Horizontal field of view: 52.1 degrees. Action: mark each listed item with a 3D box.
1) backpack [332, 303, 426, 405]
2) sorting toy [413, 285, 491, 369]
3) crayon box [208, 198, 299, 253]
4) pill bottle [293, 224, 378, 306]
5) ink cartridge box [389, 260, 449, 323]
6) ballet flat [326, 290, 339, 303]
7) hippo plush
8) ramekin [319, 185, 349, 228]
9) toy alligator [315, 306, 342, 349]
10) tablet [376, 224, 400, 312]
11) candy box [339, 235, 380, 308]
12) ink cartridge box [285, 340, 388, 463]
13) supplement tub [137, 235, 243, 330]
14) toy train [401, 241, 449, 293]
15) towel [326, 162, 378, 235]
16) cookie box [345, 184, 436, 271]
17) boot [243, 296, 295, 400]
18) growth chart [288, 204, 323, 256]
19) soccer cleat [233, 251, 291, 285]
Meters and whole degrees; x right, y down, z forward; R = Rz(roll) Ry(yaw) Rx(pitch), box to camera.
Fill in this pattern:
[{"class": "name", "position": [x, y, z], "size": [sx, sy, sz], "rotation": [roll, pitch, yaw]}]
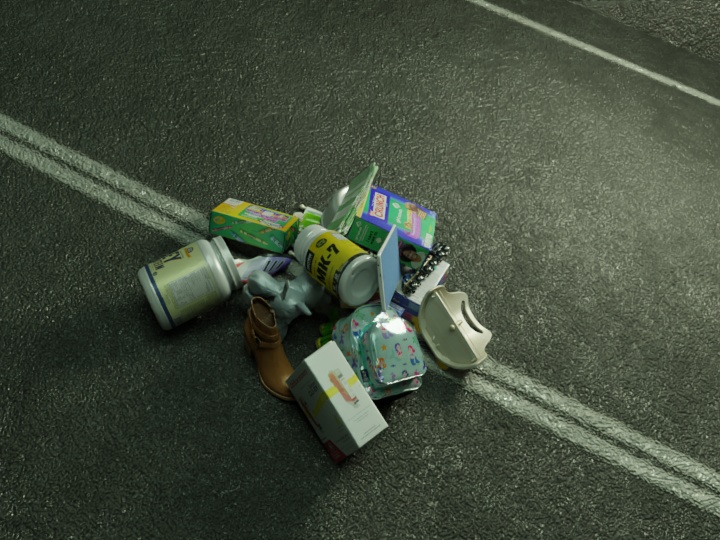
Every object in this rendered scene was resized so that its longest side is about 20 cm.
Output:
[{"class": "backpack", "position": [0.035, 0.172, 1.567], "size": [0.174, 0.150, 0.205], "rotation": [-5, 67, -40]}, {"class": "sorting toy", "position": [0.235, 0.130, 1.746], "size": [0.178, 0.107, 0.203], "rotation": [-21, 75, -47]}, {"class": "crayon box", "position": [-0.259, -0.112, 1.809], "size": [0.195, 0.060, 0.119], "rotation": [16, 23, 8]}, {"class": "pill bottle", "position": [-0.054, -0.017, 1.608], "size": [0.113, 0.117, 0.199], "rotation": [-23, 39, -31]}, {"class": "ink cartridge box", "position": [0.115, 0.038, 1.805], "size": [0.134, 0.077, 0.201], "rotation": [28, 47, 13]}, {"class": "ballet flat", "position": [-0.088, -0.004, 1.788], "size": [0.070, 0.071, 0.202], "rotation": [-25, 68, -32]}, {"class": "hippo plush", "position": [-0.161, 0.044, 1.661], "size": [0.160, 0.200, 0.160], "rotation": [51, 44, 3]}, {"class": "ramekin", "position": [-0.001, -0.132, 1.897], "size": [0.197, 0.095, 0.206], "rotation": [13, 45, -13]}, {"class": "toy alligator", "position": [-0.065, 0.172, 1.657], "size": [0.054, 0.058, 0.203], "rotation": [45, 38, -30]}, {"class": "tablet", "position": [0.062, -0.009, 1.610], "size": [0.013, 0.134, 0.201], "rotation": [-1, 21, 13]}, {"class": "candy box", "position": [0.000, 0.000, 1.723], "size": [0.113, 0.057, 0.203], "rotation": [2, 40, -12]}, {"class": "ink cartridge box", "position": [-0.053, 0.264, 1.475], "size": [0.082, 0.145, 0.202], "rotation": [-28, 79, -31]}, {"class": "supplement tub", "position": [-0.370, 0.023, 1.611], "size": [0.196, 0.146, 0.146], "rotation": [-27, 58, -14]}, {"class": "toy train", "position": [0.153, -0.009, 1.782], "size": [0.045, 0.035, 0.200], "rotation": [29, 48, 19]}, {"class": "towel", "position": [-0.032, -0.152, 1.748], "size": [0.023, 0.152, 0.203], "rotation": [32, 65, -15]}, {"class": "cookie box", "position": [0.076, -0.108, 1.775], "size": [0.196, 0.076, 0.173], "rotation": [23, 36, -5]}, {"class": "boot", "position": [-0.184, 0.166, 1.556], "size": [0.073, 0.157, 0.200], "rotation": [-29, 61, -35]}, {"class": "growth chart", "position": [-0.119, -0.089, 1.895], "size": [0.141, 0.018, 0.203], "rotation": [15, 45, -3]}, {"class": "soccer cleat", "position": [-0.250, 0.004, 1.756], "size": [0.196, 0.068, 0.075], "rotation": [-10, 79, -32]}]
